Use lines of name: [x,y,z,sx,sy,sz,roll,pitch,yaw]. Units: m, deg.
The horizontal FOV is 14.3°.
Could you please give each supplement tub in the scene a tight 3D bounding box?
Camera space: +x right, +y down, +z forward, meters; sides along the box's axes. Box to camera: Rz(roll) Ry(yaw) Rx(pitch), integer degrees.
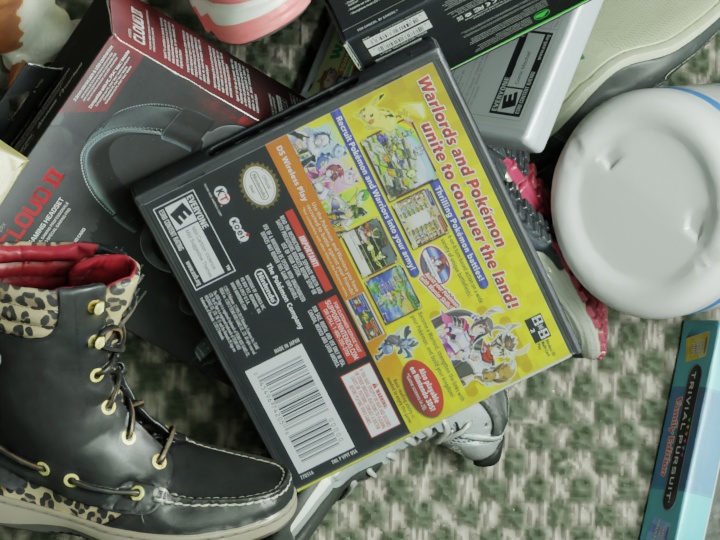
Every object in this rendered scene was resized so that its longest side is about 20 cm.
supplement tub: [0.213,-0.045,1.676,0.200,0.132,0.132,-10,93,-54]

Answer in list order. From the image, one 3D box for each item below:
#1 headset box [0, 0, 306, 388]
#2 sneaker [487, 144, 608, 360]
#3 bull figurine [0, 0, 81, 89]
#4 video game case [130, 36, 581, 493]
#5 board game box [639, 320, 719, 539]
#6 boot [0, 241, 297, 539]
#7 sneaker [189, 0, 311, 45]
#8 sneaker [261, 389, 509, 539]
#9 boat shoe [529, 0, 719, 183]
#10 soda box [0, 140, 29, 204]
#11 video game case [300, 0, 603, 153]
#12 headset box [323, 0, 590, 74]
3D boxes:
headset box: [-0.110,-0.049,1.570,0.200,0.077,0.149,30,111,-22]
sneaker: [0.088,-0.013,1.679,0.200,0.075,0.081,49,30,-42]
bull figurine: [-0.213,-0.190,1.548,0.200,0.121,0.065,41,37,-11]
video game case: [0.000,0.000,1.550,0.180,0.026,0.200,-26,114,2]
board game box: [0.282,0.128,1.790,0.200,0.047,0.151,15,82,-23]
boot: [-0.131,0.067,1.538,0.199,0.073,0.151,7,115,7]
sneaker: [-0.099,-0.196,1.548,0.074,0.200,0.087,-37,130,-20]
sneaker: [0.026,0.100,1.664,0.115,0.075,0.200,37,74,-21]
boat shoe: [0.145,-0.116,1.736,0.200,0.072,0.068,-36,141,-27]
soda box: [-0.240,-0.043,1.480,0.068,0.200,0.064,35,76,-18]
video game case: [0.068,-0.169,1.635,0.022,0.182,0.200,33,75,-44]
headset box: [0.039,-0.225,1.558,0.174,0.093,0.200,-27,68,5]
